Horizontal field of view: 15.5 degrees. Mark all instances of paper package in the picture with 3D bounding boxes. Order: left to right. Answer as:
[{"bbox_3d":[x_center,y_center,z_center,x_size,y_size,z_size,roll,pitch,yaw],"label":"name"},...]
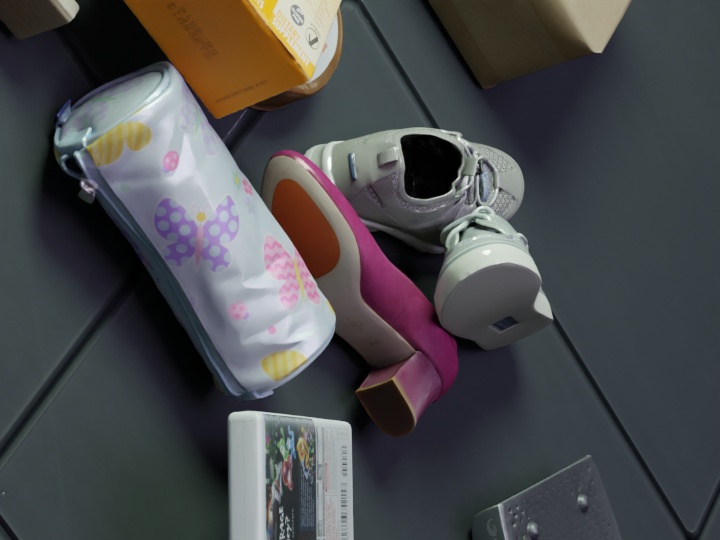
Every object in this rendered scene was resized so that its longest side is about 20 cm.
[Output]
[{"bbox_3d":[0.108,-0.261,1.836,0.200,0.103,0.191,56,42,-22],"label":"paper package"}]

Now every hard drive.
[{"bbox_3d":[0.139,0.237,1.761,0.135,0.042,0.201,-21,95,-52],"label":"hard drive"}]

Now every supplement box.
[{"bbox_3d":[-0.066,-0.203,1.542,0.126,0.073,0.201,51,36,-28],"label":"supplement box"}]

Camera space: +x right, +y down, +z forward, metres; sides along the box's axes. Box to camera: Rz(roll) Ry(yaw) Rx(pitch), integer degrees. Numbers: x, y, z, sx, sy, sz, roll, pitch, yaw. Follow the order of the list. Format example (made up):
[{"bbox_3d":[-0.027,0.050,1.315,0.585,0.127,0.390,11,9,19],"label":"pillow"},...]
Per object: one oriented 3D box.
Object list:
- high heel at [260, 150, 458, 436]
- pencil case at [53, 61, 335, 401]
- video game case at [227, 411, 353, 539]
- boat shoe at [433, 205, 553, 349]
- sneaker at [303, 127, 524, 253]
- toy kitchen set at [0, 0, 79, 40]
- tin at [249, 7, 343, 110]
[{"bbox_3d":[0.000,0.000,1.655,0.201,0.067,0.096,68,31,-21],"label":"high heel"},{"bbox_3d":[-0.094,-0.021,1.518,0.200,0.083,0.091,56,35,-24],"label":"pencil case"},{"bbox_3d":[-0.037,0.182,1.488,0.182,0.023,0.202,18,71,-74],"label":"video game case"},{"bbox_3d":[0.077,0.000,1.704,0.201,0.070,0.072,47,19,-74],"label":"boat shoe"},{"bbox_3d":[0.053,-0.054,1.714,0.199,0.082,0.075,-4,81,-52],"label":"sneaker"},{"bbox_3d":[-0.186,-0.209,1.387,0.200,0.180,0.164,50,46,-30],"label":"toy kitchen set"},{"bbox_3d":[-0.077,-0.195,1.636,0.112,0.042,0.201,-47,115,-43],"label":"tin"}]
